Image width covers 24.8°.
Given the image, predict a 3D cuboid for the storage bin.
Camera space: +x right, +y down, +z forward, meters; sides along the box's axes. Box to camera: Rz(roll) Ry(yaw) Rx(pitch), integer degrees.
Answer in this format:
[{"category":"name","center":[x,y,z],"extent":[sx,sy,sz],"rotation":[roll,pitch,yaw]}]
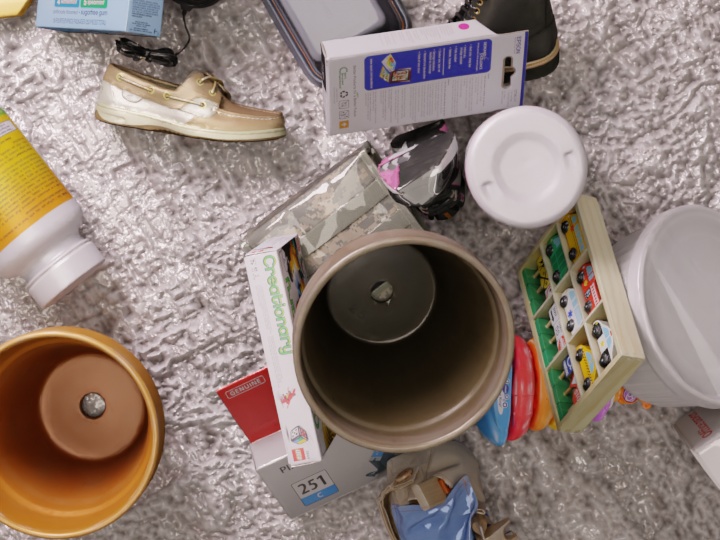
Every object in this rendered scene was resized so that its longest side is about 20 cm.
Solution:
[{"category":"storage bin","center":[-0.034,-0.293,1.619],"extent":[0.145,0.134,0.201],"rotation":[-29,93,5]}]

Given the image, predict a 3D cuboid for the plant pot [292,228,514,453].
[{"category":"plant pot","center":[0.030,0.042,1.511],"extent":[0.199,0.174,0.201],"rotation":[-2,108,-6]}]

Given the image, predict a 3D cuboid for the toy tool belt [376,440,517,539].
[{"category":"toy tool belt","center":[0.097,0.276,1.644],"extent":[0.124,0.123,0.201],"rotation":[-26,105,7]}]

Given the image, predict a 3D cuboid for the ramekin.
[{"category":"ramekin","center":[0.311,0.043,1.607],"extent":[0.202,0.094,0.203],"rotation":[13,69,-36]}]

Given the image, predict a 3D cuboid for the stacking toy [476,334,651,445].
[{"category":"stacking toy","center":[0.218,0.119,1.666],"extent":[0.199,0.110,0.117],"rotation":[2,92,-8]}]

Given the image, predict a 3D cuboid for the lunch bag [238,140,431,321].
[{"category":"lunch bag","center":[0.000,0.000,1.651],"extent":[0.164,0.118,0.200],"rotation":[-36,98,8]}]

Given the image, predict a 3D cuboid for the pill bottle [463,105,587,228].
[{"category":"pill bottle","center":[0.157,-0.101,1.591],"extent":[0.113,0.200,0.114],"rotation":[0,95,3]}]

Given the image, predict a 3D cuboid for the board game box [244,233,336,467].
[{"category":"board game box","center":[-0.063,0.072,1.544],"extent":[0.034,0.126,0.201],"rotation":[-11,97,8]}]

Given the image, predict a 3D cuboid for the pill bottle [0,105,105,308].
[{"category":"pill bottle","center":[-0.354,-0.063,1.664],"extent":[0.111,0.111,0.200],"rotation":[-38,92,5]}]

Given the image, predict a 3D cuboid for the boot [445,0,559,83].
[{"category":"boot","center":[0.096,-0.245,1.611],"extent":[0.199,0.139,0.078],"rotation":[-15,50,-5]}]

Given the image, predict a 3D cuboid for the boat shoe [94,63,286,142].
[{"category":"boat shoe","center":[-0.171,-0.171,1.666],"extent":[0.199,0.074,0.067],"rotation":[8,100,2]}]

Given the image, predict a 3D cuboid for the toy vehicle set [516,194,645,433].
[{"category":"toy vehicle set","center":[0.209,0.040,1.578],"extent":[0.026,0.201,0.124],"rotation":[9,137,-23]}]

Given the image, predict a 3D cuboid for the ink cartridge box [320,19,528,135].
[{"category":"ink cartridge box","center":[0.061,-0.189,1.582],"extent":[0.199,0.037,0.095],"rotation":[-8,135,-7]}]

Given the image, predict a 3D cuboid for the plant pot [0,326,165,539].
[{"category":"plant pot","center":[-0.287,0.149,1.642],"extent":[0.199,0.183,0.201],"rotation":[0,95,2]}]

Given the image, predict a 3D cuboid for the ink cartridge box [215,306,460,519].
[{"category":"ink cartridge box","center":[-0.021,0.148,1.652],"extent":[0.199,0.045,0.177],"rotation":[-26,131,4]}]

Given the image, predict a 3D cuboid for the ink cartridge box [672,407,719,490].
[{"category":"ink cartridge box","center":[0.422,0.141,1.624],"extent":[0.200,0.147,0.083],"rotation":[-36,94,6]}]

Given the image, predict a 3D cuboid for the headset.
[{"category":"headset","center":[-0.180,-0.302,1.632],"extent":[0.093,0.124,0.201],"rotation":[13,106,-11]}]

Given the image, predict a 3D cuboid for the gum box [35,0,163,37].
[{"category":"gum box","center":[-0.252,-0.336,1.620],"extent":[0.044,0.170,0.201],"rotation":[3,96,-42]}]

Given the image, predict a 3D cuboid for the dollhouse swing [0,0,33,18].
[{"category":"dollhouse swing","center":[-0.447,-0.332,1.628],"extent":[0.175,0.182,0.201],"rotation":[-4,94,23]}]

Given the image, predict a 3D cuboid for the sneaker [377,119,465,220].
[{"category":"sneaker","center":[0.074,-0.088,1.602],"extent":[0.080,0.200,0.087],"rotation":[-21,103,14]}]
